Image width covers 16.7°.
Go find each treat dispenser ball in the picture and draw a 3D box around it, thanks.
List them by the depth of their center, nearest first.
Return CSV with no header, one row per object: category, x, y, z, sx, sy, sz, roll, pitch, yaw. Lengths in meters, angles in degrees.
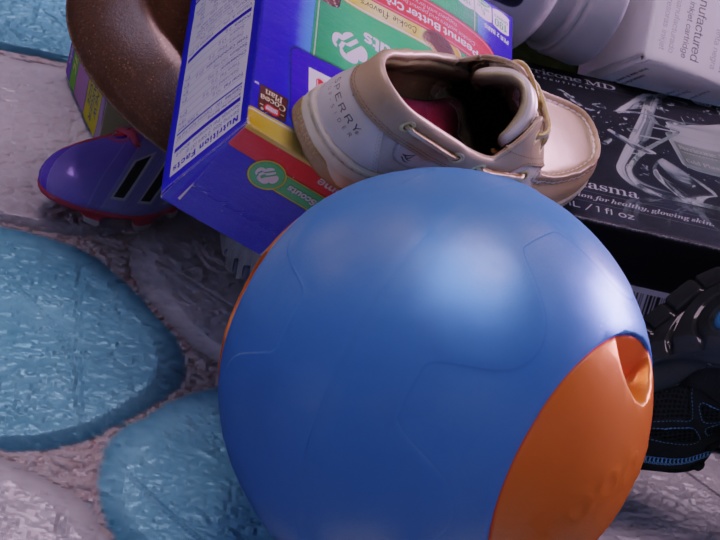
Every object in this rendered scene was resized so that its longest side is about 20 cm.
treat dispenser ball,0.034,0.054,1.117,0.200,0.202,0.201,12,28,-6

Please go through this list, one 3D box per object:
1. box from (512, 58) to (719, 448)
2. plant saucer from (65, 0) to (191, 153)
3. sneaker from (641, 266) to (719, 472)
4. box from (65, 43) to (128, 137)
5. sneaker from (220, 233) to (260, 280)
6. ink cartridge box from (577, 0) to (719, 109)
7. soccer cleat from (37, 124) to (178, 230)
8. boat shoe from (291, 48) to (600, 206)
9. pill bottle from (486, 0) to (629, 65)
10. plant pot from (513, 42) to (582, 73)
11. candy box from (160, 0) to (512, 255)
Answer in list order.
box,0.154,-0.011,1.382,0.199,0.125,0.197,12,26,-6
plant saucer,-0.064,-0.122,1.347,0.200,0.037,0.201,23,37,-18
sneaker,0.171,0.053,1.225,0.199,0.082,0.073,-16,31,22
box,-0.063,-0.171,1.502,0.199,0.177,0.097,2,31,-22
sneaker,0.000,0.000,1.327,0.114,0.081,0.200,3,29,-18
ink cartridge box,0.246,-0.155,1.494,0.199,0.146,0.084,18,-16,-23
soccer cleat,-0.095,-0.073,1.415,0.199,0.077,0.067,-5,34,-34
boat shoe,0.059,-0.070,1.193,0.199,0.069,0.074,-1,61,-47
pill bottle,0.054,-0.190,1.402,0.199,0.111,0.111,21,24,-23
plant pot,0.163,-0.144,1.588,0.200,0.201,0.190,32,45,29
candy box,-0.006,-0.087,1.261,0.169,0.077,0.201,30,43,-26
